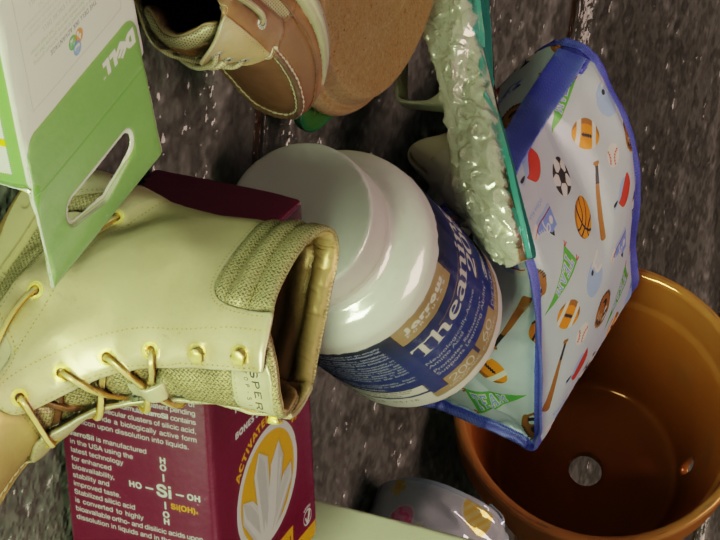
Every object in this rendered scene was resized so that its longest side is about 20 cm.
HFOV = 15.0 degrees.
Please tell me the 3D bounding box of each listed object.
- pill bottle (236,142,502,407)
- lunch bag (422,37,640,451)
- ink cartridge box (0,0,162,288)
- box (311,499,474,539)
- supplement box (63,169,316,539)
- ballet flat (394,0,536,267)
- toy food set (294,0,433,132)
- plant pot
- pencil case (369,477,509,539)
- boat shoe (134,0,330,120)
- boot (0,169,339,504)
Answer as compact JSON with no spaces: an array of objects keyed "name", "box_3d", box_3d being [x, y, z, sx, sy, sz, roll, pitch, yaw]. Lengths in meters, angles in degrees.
[{"name":"pill bottle","box_3d":[0.000,0.000,1.491,0.200,0.110,0.112,40,64,-65]},{"name":"lunch bag","box_3d":[0.097,-0.024,1.707,0.201,0.123,0.170,89,25,-46]},{"name":"ink cartridge box","box_3d":[-0.145,-0.105,1.154,0.104,0.059,0.201,-57,149,-43]},{"name":"box","box_3d":[0.012,0.191,1.498,0.095,0.199,0.078,78,32,-44]},{"name":"supplement box","box_3d":[-0.085,0.067,1.353,0.110,0.085,0.201,-47,142,-52]},{"name":"ballet flat","box_3d":[0.055,-0.090,1.574,0.072,0.071,0.201,37,41,-66]},{"name":"toy food set","box_3d":[-0.005,-0.176,1.476,0.198,0.048,0.201,49,55,-63]},{"name":"plant pot","box_3d":[0.157,0.114,1.856,0.140,0.199,0.201,95,15,-65]},{"name":"pencil case","box_3d":[0.023,0.228,1.691,0.083,0.090,0.201,60,46,-58]},{"name":"boat shoe","box_3d":[-0.076,-0.131,1.306,0.072,0.075,0.200,-63,145,-24]},{"name":"boot","box_3d":[-0.106,0.050,1.198,0.201,0.155,0.073,-65,154,-27]}]
